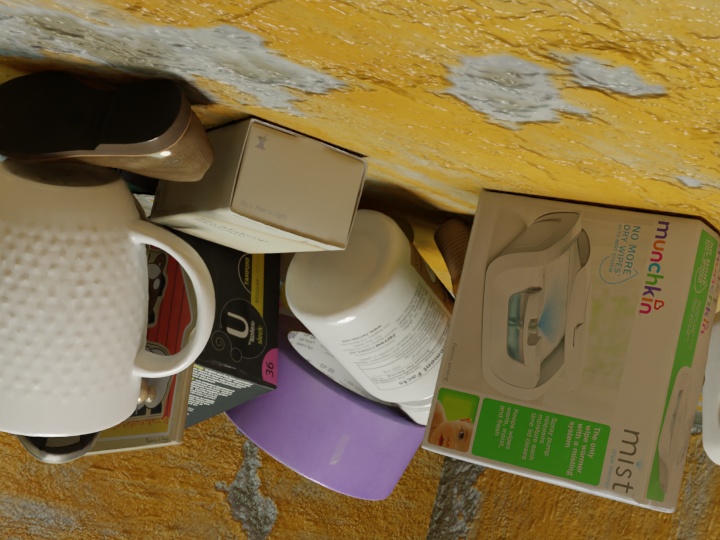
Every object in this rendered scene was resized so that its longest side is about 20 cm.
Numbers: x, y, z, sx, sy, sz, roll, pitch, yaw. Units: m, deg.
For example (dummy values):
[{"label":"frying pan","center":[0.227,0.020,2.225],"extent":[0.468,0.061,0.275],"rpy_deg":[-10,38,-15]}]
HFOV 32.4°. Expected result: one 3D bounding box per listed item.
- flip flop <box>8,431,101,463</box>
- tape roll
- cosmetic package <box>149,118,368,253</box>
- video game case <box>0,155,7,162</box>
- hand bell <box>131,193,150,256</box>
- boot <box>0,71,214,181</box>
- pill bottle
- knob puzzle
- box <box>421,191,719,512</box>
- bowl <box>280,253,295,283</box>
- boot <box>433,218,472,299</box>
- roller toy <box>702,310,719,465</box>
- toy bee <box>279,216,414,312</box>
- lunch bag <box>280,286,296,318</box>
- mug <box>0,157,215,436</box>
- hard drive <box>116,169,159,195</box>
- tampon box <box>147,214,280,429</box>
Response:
[{"label":"flip flop","center":[-0.263,0.104,0.998],"extent":[0.080,0.058,0.199],"rpy_deg":[-4,-158,-35]},{"label":"tape roll","center":[-0.034,0.128,1.196],"extent":[0.199,0.086,0.200],"rpy_deg":[30,-170,-6]},{"label":"cosmetic package","center":[-0.087,-0.062,0.987],"extent":[0.103,0.074,0.200],"rpy_deg":[18,173,-24]},{"label":"video game case","center":[-0.372,-0.119,1.051],"extent":[0.181,0.022,0.199],"rpy_deg":[9,167,38]},{"label":"hand bell","center":[-0.240,-0.039,1.093],"extent":[0.103,0.105,0.200],"rpy_deg":[15,-176,-13]},{"label":"boot","center":[-0.195,-0.095,0.892],"extent":[0.198,0.074,0.076],"rpy_deg":[8,157,28]},{"label":"pill bottle","center":[0.030,0.049,1.082],"extent":[0.113,0.115,0.200],"rpy_deg":[8,151,39]},{"label":"knob puzzle","center":[-0.199,0.050,1.042],"extent":[0.030,0.222,0.218],"rpy_deg":[20,171,-39]},{"label":"box","center":[0.161,0.059,0.917],"extent":[0.175,0.202,0.096],"rpy_deg":[11,173,32]},{"label":"bowl","center":[-0.051,-0.001,1.404],"extent":[0.198,0.076,0.199],"rpy_deg":[16,173,-26]},{"label":"boot","center":[0.133,0.045,1.105],"extent":[0.070,0.145,0.201],"rpy_deg":[-32,153,12]},{"label":"roller toy","center":[0.372,0.092,1.005],"extent":[0.180,0.142,0.200],"rpy_deg":[3,170,2]},{"label":"toy bee","center":[0.000,0.000,1.161],"extent":[0.131,0.109,0.199],"rpy_deg":[-39,158,21]},{"label":"lunch bag","center":[-0.098,0.086,1.376],"extent":[0.198,0.129,0.169],"rpy_deg":[22,166,-18]},{"label":"mug","center":[-0.204,0.016,0.914],"extent":[0.197,0.177,0.148],"rpy_deg":[11,-162,6]},{"label":"hard drive","center":[-0.295,-0.112,1.155],"extent":[0.198,0.038,0.139],"rpy_deg":[9,172,41]},{"label":"tampon box","center":[-0.182,0.053,1.147],"extent":[0.125,0.152,0.199],"rpy_deg":[23,146,-38]}]
